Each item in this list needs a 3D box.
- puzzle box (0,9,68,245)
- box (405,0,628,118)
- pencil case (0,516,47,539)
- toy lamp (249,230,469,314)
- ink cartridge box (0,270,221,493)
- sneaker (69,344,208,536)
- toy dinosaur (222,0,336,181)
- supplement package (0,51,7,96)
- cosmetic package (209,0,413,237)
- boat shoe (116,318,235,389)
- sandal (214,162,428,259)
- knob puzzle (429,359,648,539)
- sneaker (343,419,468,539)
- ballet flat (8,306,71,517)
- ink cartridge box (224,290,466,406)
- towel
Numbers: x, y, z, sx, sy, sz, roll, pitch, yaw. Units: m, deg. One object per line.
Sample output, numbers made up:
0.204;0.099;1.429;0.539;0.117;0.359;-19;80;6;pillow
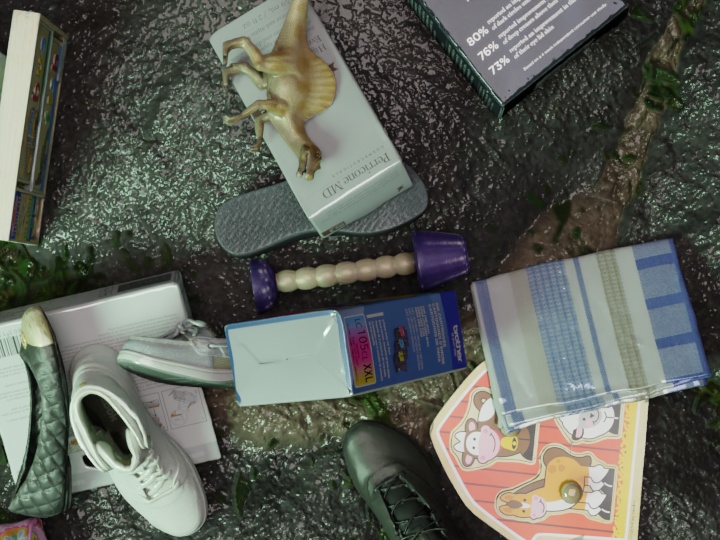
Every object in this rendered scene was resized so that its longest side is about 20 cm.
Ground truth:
-0.299;-0.124;1.606;0.025;0.133;0.202;8;90;2;puzzle box
0.121;-0.262;1.609;0.148;0.104;0.201;-37;88;1;box
-0.376;0.282;1.626;0.198;0.087;0.088;-10;89;0;pencil case
0.000;0.000;1.632;0.198;0.058;0.059;-10;89;1;toy lamp
-0.240;0.108;1.646;0.198;0.044;0.175;-13;108;1;ink cartridge box
-0.201;0.172;1.586;0.073;0.116;0.201;-30;107;4;sneaker
-0.071;-0.174;1.564;0.100;0.058;0.202;0;83;-5;toy dinosaur
-0.413;-0.135;1.597;0.110;0.156;0.201;29;89;2;supplement package
-0.044;-0.143;1.607;0.101;0.074;0.201;-31;72;2;cosmetic package
-0.123;0.071;1.596;0.200;0.074;0.065;5;82;-31;boat shoe
-0.035;-0.060;1.646;0.198;0.043;0.077;-10;79;7;sandal
0.162;0.157;1.638;0.217;0.030;0.222;0;89;2;knob puzzle
0.051;0.222;1.611;0.076;0.091;0.201;-35;87;3;sneaker
-0.288;0.130;1.591;0.056;0.066;0.202;-5;109;-17;ballet flat
-0.001;0.065;1.566;0.136;0.199;0.077;-8;88;39;ink cartridge box
0.206;0.058;1.629;0.198;0.024;0.148;-13;72;0;towel
